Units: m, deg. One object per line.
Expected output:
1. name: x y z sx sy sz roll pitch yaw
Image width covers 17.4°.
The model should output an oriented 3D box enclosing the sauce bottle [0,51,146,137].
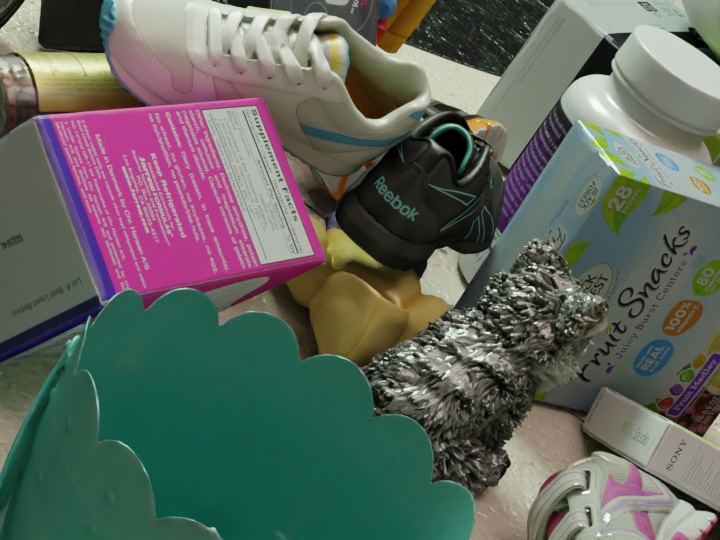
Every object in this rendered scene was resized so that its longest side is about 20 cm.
1. sauce bottle: -0.127 -0.091 1.337 0.200 0.065 0.065 -1 41 -35

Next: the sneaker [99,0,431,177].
1. sneaker: -0.053 -0.118 1.310 0.200 0.081 0.077 17 58 -35

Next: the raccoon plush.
1. raccoon plush: 0.054 0.054 1.294 0.097 0.134 0.200 44 26 18

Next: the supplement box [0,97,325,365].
1. supplement box: -0.123 -0.021 1.216 0.200 0.101 0.103 -9 77 -58

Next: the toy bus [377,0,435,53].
1. toy bus: -0.026 -0.232 1.570 0.200 0.136 0.192 25 45 -15

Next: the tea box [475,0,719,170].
1. tea box: 0.225 -0.100 1.787 0.197 0.134 0.200 44 25 18

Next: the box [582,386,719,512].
1. box: 0.241 0.140 1.431 0.200 0.036 0.144 31 0 -11

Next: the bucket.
1. bucket: -0.064 0.122 1.024 0.207 0.135 0.207 28 25 -14

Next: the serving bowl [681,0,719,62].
1. serving bowl: 0.320 -0.175 1.808 0.200 0.066 0.200 31 22 -14

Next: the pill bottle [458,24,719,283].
1. pill bottle: 0.160 -0.057 1.547 0.111 0.200 0.111 27 24 -13

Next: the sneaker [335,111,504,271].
1. sneaker: 0.055 -0.053 1.415 0.075 0.079 0.200 40 21 7

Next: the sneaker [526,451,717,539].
1. sneaker: 0.125 0.154 1.283 0.088 0.081 0.200 38 16 10

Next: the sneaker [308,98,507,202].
1. sneaker: 0.018 -0.082 1.585 0.077 0.078 0.200 32 17 27

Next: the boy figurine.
1. boy figurine: 0.000 0.000 1.414 0.124 0.064 0.200 36 21 -4

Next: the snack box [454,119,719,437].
1. snack box: 0.178 0.011 1.488 0.200 0.169 0.068 15 29 -34

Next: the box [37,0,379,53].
1. box: -0.092 -0.190 1.465 0.200 0.122 0.106 7 4 40

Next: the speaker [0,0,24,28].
1. speaker: -0.292 -0.228 1.440 0.200 0.081 0.081 37 25 4
